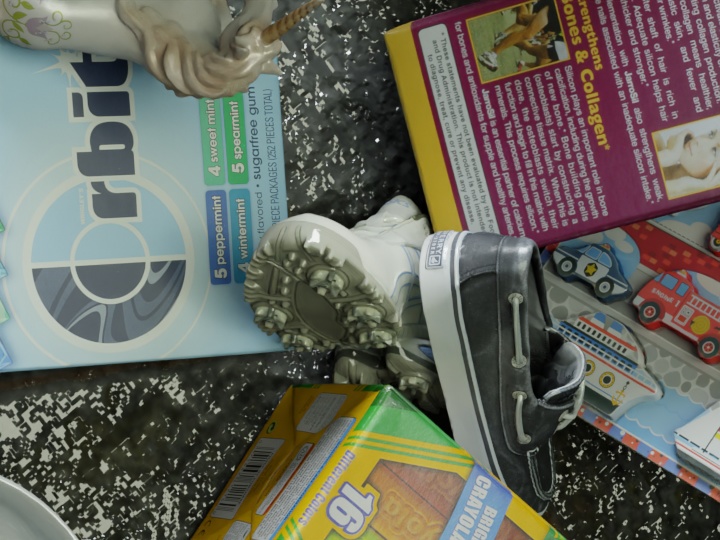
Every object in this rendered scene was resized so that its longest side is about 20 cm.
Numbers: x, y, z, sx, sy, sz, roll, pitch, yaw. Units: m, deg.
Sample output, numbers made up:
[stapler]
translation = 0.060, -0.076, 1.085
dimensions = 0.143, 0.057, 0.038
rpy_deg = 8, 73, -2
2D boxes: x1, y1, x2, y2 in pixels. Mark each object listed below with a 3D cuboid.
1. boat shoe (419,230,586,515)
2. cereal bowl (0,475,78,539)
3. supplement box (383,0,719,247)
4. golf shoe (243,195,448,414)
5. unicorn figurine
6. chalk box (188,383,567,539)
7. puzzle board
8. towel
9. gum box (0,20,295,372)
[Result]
[boat shoe]
translation = 0.084, 0.058, 1.169
dimensions = 0.072, 0.067, 0.201
rpy_deg = -72, 153, -46
[cereal bowl]
translation = -0.218, 0.189, 1.068
dimensions = 0.199, 0.083, 0.202
rpy_deg = 2, 86, -25
[supplement box]
translation = 0.129, -0.089, 1.173
dimensions = 0.198, 0.103, 0.132
rpy_deg = -13, 91, 19
[golf shoe]
translation = 0.000, 0.000, 1.149
dimensions = 0.200, 0.078, 0.098
rpy_deg = 50, 46, -61
[unicorn figurine]
translation = -0.106, -0.130, 1.093
dimensions = 0.198, 0.138, 0.074
rpy_deg = -1, 127, 6
[chalk box]
translation = 0.027, 0.165, 1.158
dimensions = 0.200, 0.124, 0.125
rpy_deg = 40, 73, -17
[puzzle board]
translation = 0.175, 0.025, 1.196
dimensions = 0.151, 0.199, 0.017
rpy_deg = -55, 145, -6
[towel]
translation = 0.184, -0.014, 1.239
dimensions = 0.023, 0.152, 0.201
rpy_deg = 42, 68, -53
[gum box]
translation = -0.135, -0.038, 1.139
dimensions = 0.198, 0.044, 0.172
rpy_deg = -3, 89, -24
